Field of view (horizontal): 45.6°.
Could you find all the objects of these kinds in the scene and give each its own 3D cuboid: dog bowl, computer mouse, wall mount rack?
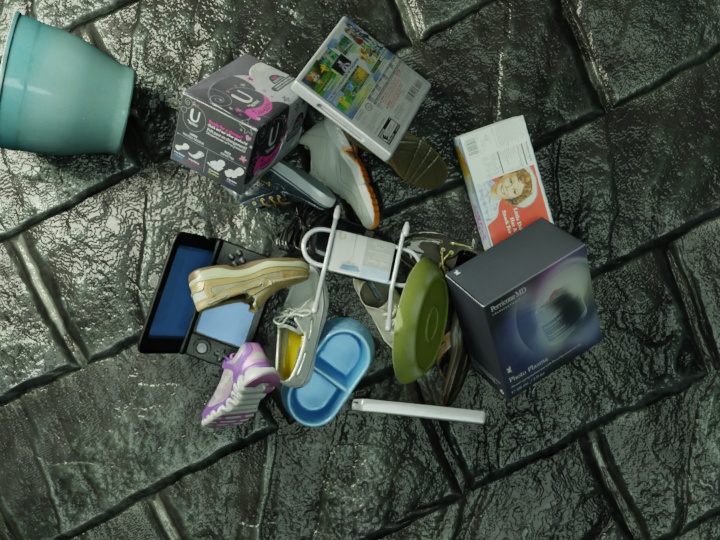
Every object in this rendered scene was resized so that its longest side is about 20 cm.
[{"bbox_3d":[-0.054,0.177,1.445,0.111,0.050,0.201,35,94,-8],"label":"dog bowl"},{"bbox_3d":[-0.030,-0.044,1.395,0.197,0.053,0.140,26,61,2],"label":"computer mouse"},{"bbox_3d":[0.000,0.000,1.312,0.196,0.075,0.177,13,76,-3],"label":"wall mount rack"}]

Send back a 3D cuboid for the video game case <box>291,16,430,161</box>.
[{"bbox_3d":[0.007,-0.286,1.335,0.181,0.022,0.201,36,49,-8],"label":"video game case"}]

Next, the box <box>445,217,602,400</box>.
[{"bbox_3d":[0.263,0.061,1.368,0.198,0.123,0.201,-30,123,-13],"label":"box"}]

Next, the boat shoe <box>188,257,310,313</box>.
[{"bbox_3d":[-0.169,0.031,1.350,0.196,0.072,0.078,-9,70,-19],"label":"boat shoe"}]

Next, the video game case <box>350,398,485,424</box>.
[{"bbox_3d":[0.088,0.230,1.397,0.195,0.182,0.023,6,81,-5],"label":"video game case"}]

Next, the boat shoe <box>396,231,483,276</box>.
[{"bbox_3d":[0.157,-0.017,1.433,0.197,0.061,0.073,15,96,-6],"label":"boat shoe"}]

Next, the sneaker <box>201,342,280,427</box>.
[{"bbox_3d":[-0.203,0.187,1.403,0.079,0.090,0.200,3,142,-41],"label":"sneaker"}]

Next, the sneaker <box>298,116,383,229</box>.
[{"bbox_3d":[-0.033,-0.151,1.394,0.091,0.076,0.203,-27,80,15],"label":"sneaker"}]

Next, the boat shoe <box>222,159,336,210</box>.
[{"bbox_3d":[-0.132,-0.127,1.371,0.199,0.071,0.092,33,102,23],"label":"boat shoe"}]

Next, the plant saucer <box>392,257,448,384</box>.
[{"bbox_3d":[0.102,0.082,1.355,0.030,0.199,0.205,10,97,23],"label":"plant saucer"}]

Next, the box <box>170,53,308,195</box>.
[{"bbox_3d":[-0.173,-0.225,1.285,0.130,0.201,0.116,26,127,8],"label":"box"}]

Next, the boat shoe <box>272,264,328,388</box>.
[{"bbox_3d":[-0.108,0.086,1.391,0.073,0.086,0.206,8,82,23],"label":"boat shoe"}]

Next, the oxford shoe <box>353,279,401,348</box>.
[{"bbox_3d":[0.056,0.078,1.439,0.075,0.058,0.201,-37,100,-1],"label":"oxford shoe"}]

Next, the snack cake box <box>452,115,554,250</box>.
[{"bbox_3d":[0.238,-0.142,1.421,0.113,0.067,0.204,-18,98,-4],"label":"snack cake box"}]

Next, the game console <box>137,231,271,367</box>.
[{"bbox_3d":[-0.241,0.057,1.382,0.173,0.116,0.204,20,95,-6],"label":"game console"}]

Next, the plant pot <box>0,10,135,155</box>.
[{"bbox_3d":[-0.445,-0.265,1.299,0.184,0.200,0.204,11,96,-21],"label":"plant pot"}]

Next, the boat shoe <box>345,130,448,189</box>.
[{"bbox_3d":[0.058,-0.205,1.399,0.199,0.066,0.072,27,111,-23],"label":"boat shoe"}]

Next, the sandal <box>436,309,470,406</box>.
[{"bbox_3d":[0.153,0.127,1.445,0.054,0.081,0.205,6,87,24],"label":"sandal"}]
